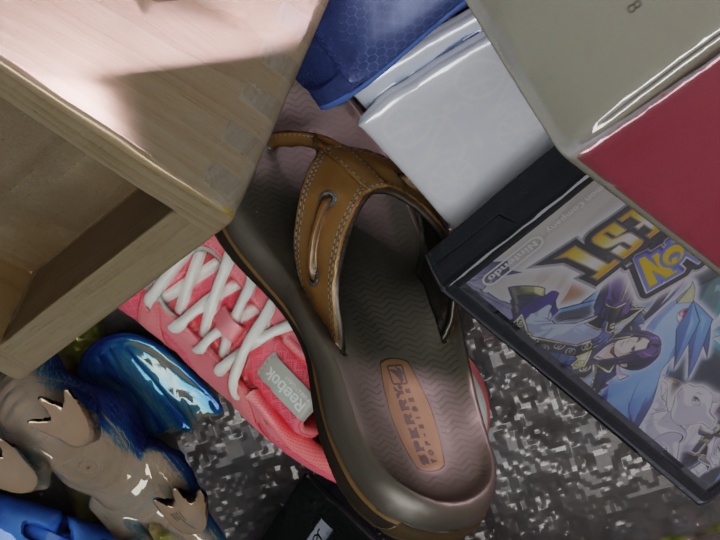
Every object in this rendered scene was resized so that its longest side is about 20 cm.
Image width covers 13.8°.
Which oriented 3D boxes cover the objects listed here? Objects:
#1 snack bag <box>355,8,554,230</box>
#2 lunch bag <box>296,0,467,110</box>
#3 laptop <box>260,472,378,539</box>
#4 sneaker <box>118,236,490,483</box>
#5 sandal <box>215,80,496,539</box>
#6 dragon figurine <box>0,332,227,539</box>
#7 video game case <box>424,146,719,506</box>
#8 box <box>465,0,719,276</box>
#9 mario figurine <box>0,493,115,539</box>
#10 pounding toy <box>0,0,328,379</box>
[{"bbox_3d":[0.123,-0.058,1.060,0.200,0.021,0.189,-31,134,12],"label":"snack bag"},{"bbox_3d":[0.022,-0.170,0.997,0.200,0.136,0.132,-38,101,18],"label":"lunch bag"},{"bbox_3d":[0.040,0.184,1.168,0.199,0.104,0.177,9,133,-28],"label":"laptop"},{"bbox_3d":[-0.031,0.020,1.099,0.200,0.087,0.074,35,105,-11],"label":"sneaker"},{"bbox_3d":[0.000,0.000,1.060,0.081,0.201,0.055,-6,153,-31],"label":"sandal"},{"bbox_3d":[-0.091,0.063,1.116,0.200,0.100,0.059,39,112,-18],"label":"dragon figurine"},{"bbox_3d":[0.151,-0.018,1.072,0.200,0.026,0.181,-40,133,13],"label":"video game case"},{"bbox_3d":[0.111,-0.082,0.892,0.109,0.200,0.128,-36,63,13],"label":"box"},{"bbox_3d":[-0.183,0.090,1.124,0.200,0.124,0.106,34,123,-23],"label":"mario figurine"},{"bbox_3d":[-0.126,-0.100,0.948,0.200,0.143,0.184,34,145,-17],"label":"pounding toy"}]
